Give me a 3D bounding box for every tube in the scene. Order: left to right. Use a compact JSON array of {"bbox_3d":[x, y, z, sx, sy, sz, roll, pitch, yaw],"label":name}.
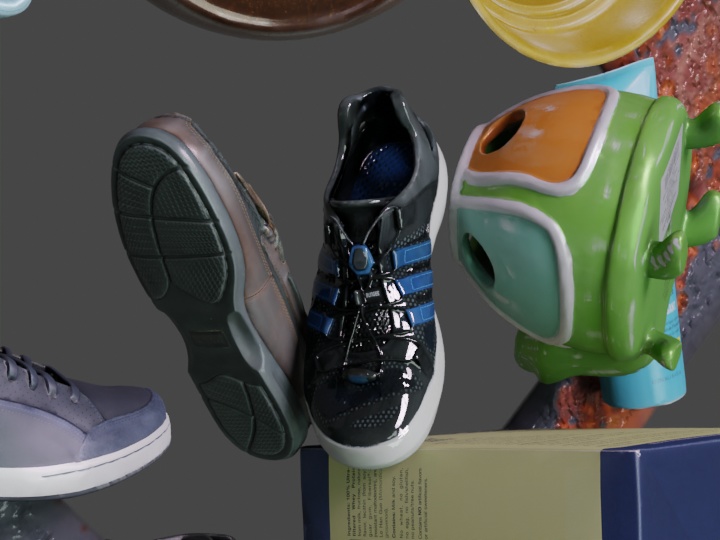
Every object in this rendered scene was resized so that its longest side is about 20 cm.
[{"bbox_3d":[0.156,-0.020,1.079,0.077,0.050,0.201,-19,106,-37],"label":"tube"}]

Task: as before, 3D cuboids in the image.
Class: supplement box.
[{"bbox_3d":[0.106,0.152,0.937,0.200,0.199,0.135,2,85,-52],"label":"supplement box"}]

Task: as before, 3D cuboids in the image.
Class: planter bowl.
[{"bbox_3d":[0.093,-0.211,0.960,0.200,0.083,0.201,-10,107,-36],"label":"planter bowl"}]

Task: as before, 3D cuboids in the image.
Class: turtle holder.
[{"bbox_3d":[0.123,-0.022,0.997,0.186,0.131,0.141,55,49,-68],"label":"turtle holder"}]

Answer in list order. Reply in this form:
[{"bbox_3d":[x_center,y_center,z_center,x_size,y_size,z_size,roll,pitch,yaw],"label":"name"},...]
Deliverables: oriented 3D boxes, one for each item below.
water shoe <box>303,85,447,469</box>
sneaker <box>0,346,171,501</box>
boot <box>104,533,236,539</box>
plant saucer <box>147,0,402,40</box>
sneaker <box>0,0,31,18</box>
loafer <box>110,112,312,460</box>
[{"bbox_3d":[0.000,0.000,0.905,0.079,0.071,0.200,60,28,-52],"label":"water shoe"},{"bbox_3d":[-0.170,0.027,0.820,0.202,0.077,0.147,-2,104,-35],"label":"sneaker"},{"bbox_3d":[-0.042,0.194,0.961,0.200,0.077,0.139,-8,100,-37],"label":"boot"},{"bbox_3d":[-0.035,-0.182,0.828,0.200,0.035,0.201,-4,131,-5],"label":"plant saucer"},{"bbox_3d":[-0.182,-0.184,0.731,0.074,0.082,0.200,-56,145,-27],"label":"sneaker"},{"bbox_3d":[-0.066,0.002,0.910,0.063,0.072,0.200,-51,134,-41],"label":"loafer"}]
